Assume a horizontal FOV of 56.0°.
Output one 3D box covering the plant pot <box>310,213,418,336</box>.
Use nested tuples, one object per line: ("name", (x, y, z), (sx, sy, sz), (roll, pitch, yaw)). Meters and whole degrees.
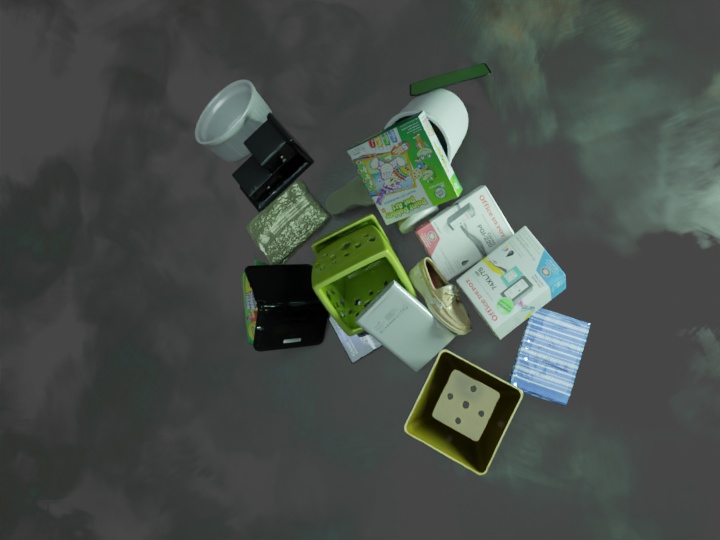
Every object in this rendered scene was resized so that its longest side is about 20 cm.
("plant pot", (0.000, 0.000, 1.596), (0.197, 0.200, 0.183), (-26, 42, 9))

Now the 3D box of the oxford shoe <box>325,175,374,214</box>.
("oxford shoe", (-0.004, -0.189, 1.659), (0.198, 0.057, 0.076), (-18, 92, 43))

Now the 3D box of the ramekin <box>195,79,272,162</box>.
("ramekin", (-0.317, -0.374, 1.722), (0.198, 0.098, 0.203), (-23, 47, 26))

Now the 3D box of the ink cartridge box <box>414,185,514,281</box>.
("ink cartridge box", (0.247, -0.088, 1.611), (0.198, 0.085, 0.147), (-33, 93, 5))

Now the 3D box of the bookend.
("bookend", (-0.237, -0.262, 1.681), (0.198, 0.200, 0.092), (-42, 78, 3))

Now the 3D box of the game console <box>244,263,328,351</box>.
("game console", (-0.185, 0.088, 1.660), (0.116, 0.197, 0.179), (30, 116, 49))

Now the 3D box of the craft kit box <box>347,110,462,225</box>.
("craft kit box", (0.098, -0.224, 1.515), (0.198, 0.049, 0.199), (-20, 112, 33))

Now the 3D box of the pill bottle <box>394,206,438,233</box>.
("pill bottle", (0.097, -0.202, 1.652), (0.110, 0.111, 0.202), (-31, 79, 6))

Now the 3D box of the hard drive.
("hard drive", (0.102, 0.130, 1.550), (0.199, 0.026, 0.132), (40, 108, -19))

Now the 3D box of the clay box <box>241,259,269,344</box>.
("clay box", (-0.251, 0.082, 1.690), (0.047, 0.115, 0.204), (-9, 81, 11))

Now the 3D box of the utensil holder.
("utensil holder", (0.156, -0.319, 1.581), (0.167, 0.201, 0.173), (12, 125, 18))

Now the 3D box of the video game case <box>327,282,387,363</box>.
("video game case", (0.030, 0.117, 1.679), (0.198, 0.019, 0.144), (-31, 79, 7))

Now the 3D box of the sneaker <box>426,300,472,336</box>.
("sneaker", (0.161, 0.122, 1.616), (0.196, 0.074, 0.090), (-16, 101, 1))

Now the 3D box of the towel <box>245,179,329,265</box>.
("towel", (-0.188, -0.121, 1.740), (0.199, 0.036, 0.149), (-40, 79, 5))

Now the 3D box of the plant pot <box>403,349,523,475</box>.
("plant pot", (0.236, 0.311, 1.536), (0.198, 0.176, 0.203), (27, 90, 13))

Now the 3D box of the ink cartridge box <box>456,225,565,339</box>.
("ink cartridge box", (0.346, 0.032, 1.551), (0.199, 0.146, 0.148), (-39, 69, 6))

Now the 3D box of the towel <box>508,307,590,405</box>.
("towel", (0.440, 0.199, 1.585), (0.142, 0.024, 0.204), (17, 87, 12))

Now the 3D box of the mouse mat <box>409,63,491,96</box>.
("mouse mat", (0.214, -0.464, 1.643), (0.196, 0.162, 0.008), (-12, 114, 10))

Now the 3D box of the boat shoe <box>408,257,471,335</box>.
("boat shoe", (0.188, 0.055, 1.548), (0.201, 0.073, 0.070), (51, 129, 21))
